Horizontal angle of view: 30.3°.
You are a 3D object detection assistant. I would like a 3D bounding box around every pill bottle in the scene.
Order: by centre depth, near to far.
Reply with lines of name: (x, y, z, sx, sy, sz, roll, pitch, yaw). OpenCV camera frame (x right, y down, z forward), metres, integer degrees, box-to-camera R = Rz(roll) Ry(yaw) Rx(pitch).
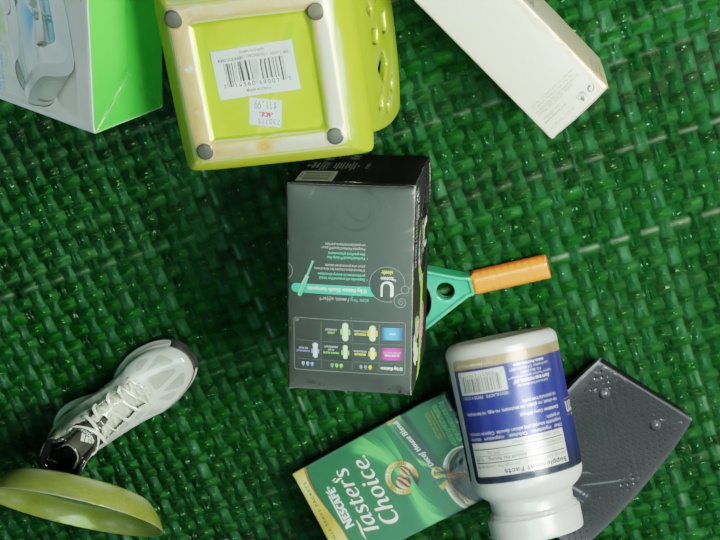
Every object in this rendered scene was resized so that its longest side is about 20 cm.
pill bottle: (0.158, 0.164, 1.330, 0.115, 0.116, 0.202, -11, 89, 11)

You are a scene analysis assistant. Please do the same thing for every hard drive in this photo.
hard drive: (0.240, 0.191, 1.407, 0.134, 0.042, 0.201, 31, 114, -8)

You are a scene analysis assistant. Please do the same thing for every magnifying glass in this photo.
magnifying glass: (0.094, 0.018, 1.358, 0.198, 0.022, 0.080, -14, 111, 11)

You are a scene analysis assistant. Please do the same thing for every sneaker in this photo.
sneaker: (-0.258, 0.157, 1.406, 0.200, 0.116, 0.076, -35, 106, 19)

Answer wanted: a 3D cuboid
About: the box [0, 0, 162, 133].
box: (-0.271, -0.250, 1.197, 0.176, 0.097, 0.201, 21, 122, 29)

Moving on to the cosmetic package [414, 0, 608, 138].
cosmetic package: (0.128, -0.224, 1.202, 0.073, 0.104, 0.200, -41, 105, 20)

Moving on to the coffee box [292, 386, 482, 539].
coffee box: (0.039, 0.223, 1.423, 0.199, 0.044, 0.124, -29, 88, 18)

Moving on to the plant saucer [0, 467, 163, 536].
plant saucer: (-0.308, 0.249, 1.443, 0.198, 0.031, 0.200, 10, 159, 4)

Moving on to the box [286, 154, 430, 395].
box: (0.000, 0.000, 1.276, 0.123, 0.149, 0.202, 2, 106, 8)

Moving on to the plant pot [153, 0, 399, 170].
plant pot: (-0.076, -0.200, 1.192, 0.198, 0.182, 0.201, -5, 114, 9)
